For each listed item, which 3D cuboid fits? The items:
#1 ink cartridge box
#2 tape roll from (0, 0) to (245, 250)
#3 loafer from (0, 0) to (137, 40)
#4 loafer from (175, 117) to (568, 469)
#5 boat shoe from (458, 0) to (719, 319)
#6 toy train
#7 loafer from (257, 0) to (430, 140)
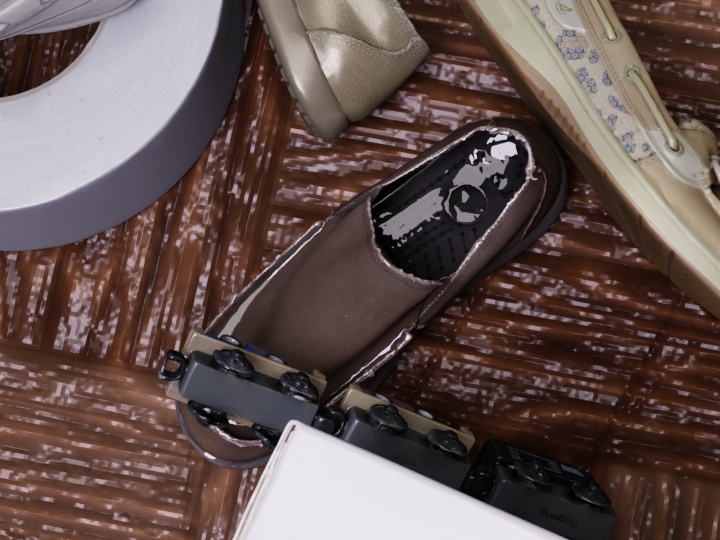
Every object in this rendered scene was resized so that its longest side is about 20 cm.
[{"bbox_3d":[0.033,0.135,0.871,0.145,0.200,0.085,23,79,10],"label":"ink cartridge box"},{"bbox_3d":[-0.152,-0.113,1.018,0.198,0.066,0.202,-1,77,5],"label":"tape roll"},{"bbox_3d":[-0.183,-0.113,0.951,0.199,0.070,0.070,-20,75,0],"label":"loafer"},{"bbox_3d":[0.000,0.000,0.973,0.200,0.071,0.073,-43,76,-6],"label":"loafer"},{"bbox_3d":[0.117,-0.062,0.976,0.063,0.073,0.201,-36,75,-1],"label":"boat shoe"},{"bbox_3d":[0.012,0.066,0.937,0.199,0.046,0.034,21,107,-17],"label":"toy train"},{"bbox_3d":[-0.026,-0.157,1.016,0.067,0.076,0.201,-19,84,-2],"label":"loafer"}]
